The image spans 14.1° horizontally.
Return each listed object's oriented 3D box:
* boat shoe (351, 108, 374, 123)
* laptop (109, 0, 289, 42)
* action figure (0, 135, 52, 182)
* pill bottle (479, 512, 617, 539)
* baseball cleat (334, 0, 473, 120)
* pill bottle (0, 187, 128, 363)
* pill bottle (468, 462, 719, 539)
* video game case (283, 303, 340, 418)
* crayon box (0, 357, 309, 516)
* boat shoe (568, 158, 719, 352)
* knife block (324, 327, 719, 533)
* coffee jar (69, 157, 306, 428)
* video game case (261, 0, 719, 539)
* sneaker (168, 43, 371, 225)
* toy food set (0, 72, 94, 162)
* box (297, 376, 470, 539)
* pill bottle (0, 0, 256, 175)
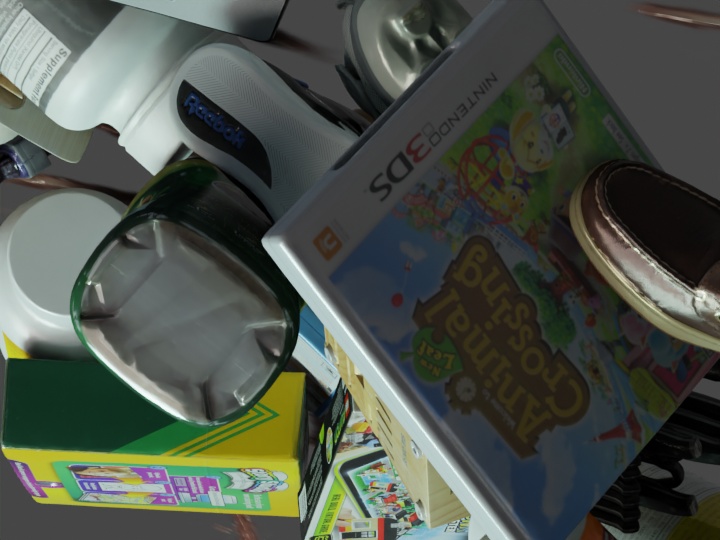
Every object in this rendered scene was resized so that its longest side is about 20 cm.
[{"bbox_3d":[0.000,0.000,1.556,0.071,0.065,0.201,28,150,30],"label":"boat shoe"},{"bbox_3d":[-0.116,-0.149,1.309,0.199,0.116,0.188,15,142,-10],"label":"laptop"},{"bbox_3d":[-0.256,-0.039,1.710,0.069,0.200,0.131,18,143,47],"label":"action figure"},{"bbox_3d":[0.128,0.211,1.387,0.200,0.113,0.113,45,154,-9],"label":"pill bottle"},{"bbox_3d":[0.060,-0.059,1.401,0.201,0.070,0.106,57,165,-17],"label":"baseball cleat"},{"bbox_3d":[-0.169,0.012,1.723,0.104,0.104,0.200,41,168,5],"label":"pill bottle"},{"bbox_3d":[0.157,0.160,1.517,0.199,0.112,0.112,23,148,36],"label":"pill bottle"},{"bbox_3d":[-0.062,0.022,1.675,0.143,0.018,0.200,43,169,1],"label":"video game case"},{"bbox_3d":[-0.118,0.101,1.736,0.171,0.059,0.200,2,167,0],"label":"crayon box"},{"bbox_3d":[0.187,0.007,1.300,0.200,0.072,0.072,38,147,3],"label":"boat shoe"},{"bbox_3d":[0.091,0.050,1.462,0.064,0.175,0.200,87,158,-46],"label":"knife block"},{"bbox_3d":[-0.077,0.006,1.416,0.104,0.085,0.200,38,-170,-4],"label":"coffee jar"},{"bbox_3d":[0.074,0.002,1.318,0.200,0.182,0.022,52,154,-18],"label":"video game case"},{"bbox_3d":[0.002,-0.032,1.398,0.200,0.073,0.112,49,-164,30],"label":"sneaker"},{"bbox_3d":[-0.245,-0.128,1.620,0.143,0.061,0.200,31,-178,-37],"label":"toy food set"},{"bbox_3d":[0.032,0.103,1.627,0.109,0.035,0.200,0,154,-9],"label":"box"},{"bbox_3d":[-0.150,-0.144,1.502,0.200,0.111,0.111,43,154,1],"label":"pill bottle"}]
